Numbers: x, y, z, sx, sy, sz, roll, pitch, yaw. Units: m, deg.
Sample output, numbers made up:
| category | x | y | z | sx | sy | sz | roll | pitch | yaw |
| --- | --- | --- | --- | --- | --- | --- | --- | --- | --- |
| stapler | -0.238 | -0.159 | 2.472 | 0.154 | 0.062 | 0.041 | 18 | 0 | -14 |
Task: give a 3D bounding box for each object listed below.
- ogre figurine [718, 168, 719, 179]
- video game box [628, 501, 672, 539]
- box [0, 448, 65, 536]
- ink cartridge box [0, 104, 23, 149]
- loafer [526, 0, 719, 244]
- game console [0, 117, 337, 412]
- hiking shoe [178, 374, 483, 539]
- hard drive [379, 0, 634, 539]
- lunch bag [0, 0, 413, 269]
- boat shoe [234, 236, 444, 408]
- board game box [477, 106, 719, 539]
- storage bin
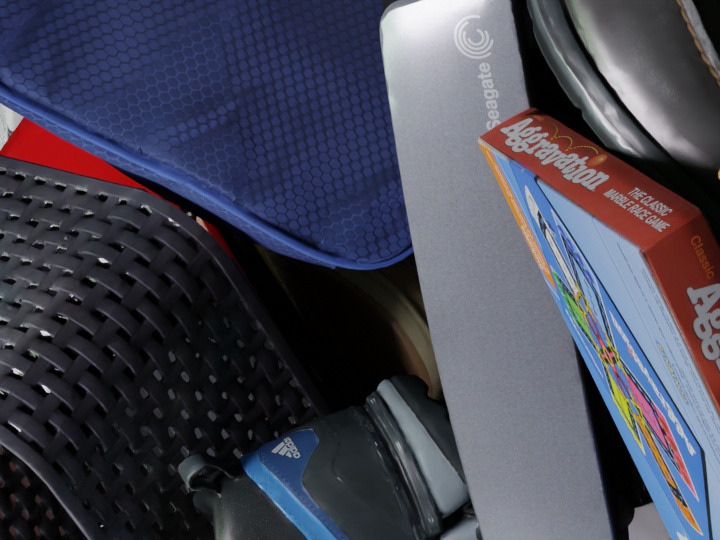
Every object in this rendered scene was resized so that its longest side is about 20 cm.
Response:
| category | x | y | z | sx | sy | sz | roll | pitch | yaw |
| --- | --- | --- | --- | --- | --- | --- | --- | --- | --- |
| ogre figurine | 0.134 | -0.019 | 0.516 | 0.120 | 0.098 | 0.200 | 4 | 122 | 55 |
| video game box | 0.093 | 0.202 | 0.896 | 0.200 | 0.047 | 0.182 | 97 | 158 | -48 |
| box | -0.097 | 0.093 | 1.160 | 0.041 | 0.200 | 0.156 | -32 | 89 | 32 |
| ink cartridge box | -0.097 | -0.078 | 1.218 | 0.200 | 0.116 | 0.068 | 100 | 155 | -51 |
| loafer | 0.076 | -0.082 | 0.707 | 0.072 | 0.073 | 0.200 | -40 | 73 | 24 |
| game console | -0.050 | 0.023 | 1.105 | 0.200 | 0.119 | 0.172 | 59 | -158 | 11 |
| hiking shoe | 0.004 | 0.128 | 0.898 | 0.074 | 0.087 | 0.200 | -127 | 23 | -65 |
| hard drive | 0.042 | -0.010 | 0.812 | 0.135 | 0.042 | 0.200 | -86 | -15 | -61 |
| lunch bag | -0.057 | -0.098 | 0.899 | 0.136 | 0.200 | 0.132 | -60 | 20 | 0 |
| boat shoe | 0.000 | 0.000 | 1.030 | 0.073 | 0.063 | 0.200 | 65 | 168 | -19 |
| board game box | 0.093 | 0.059 | 0.714 | 0.200 | 0.019 | 0.103 | 62 | 170 | -24 |
| storage bin | -0.080 | 0.065 | 0.936 | 0.135 | 0.094 | 0.200 | 14 | 148 | 41 |
